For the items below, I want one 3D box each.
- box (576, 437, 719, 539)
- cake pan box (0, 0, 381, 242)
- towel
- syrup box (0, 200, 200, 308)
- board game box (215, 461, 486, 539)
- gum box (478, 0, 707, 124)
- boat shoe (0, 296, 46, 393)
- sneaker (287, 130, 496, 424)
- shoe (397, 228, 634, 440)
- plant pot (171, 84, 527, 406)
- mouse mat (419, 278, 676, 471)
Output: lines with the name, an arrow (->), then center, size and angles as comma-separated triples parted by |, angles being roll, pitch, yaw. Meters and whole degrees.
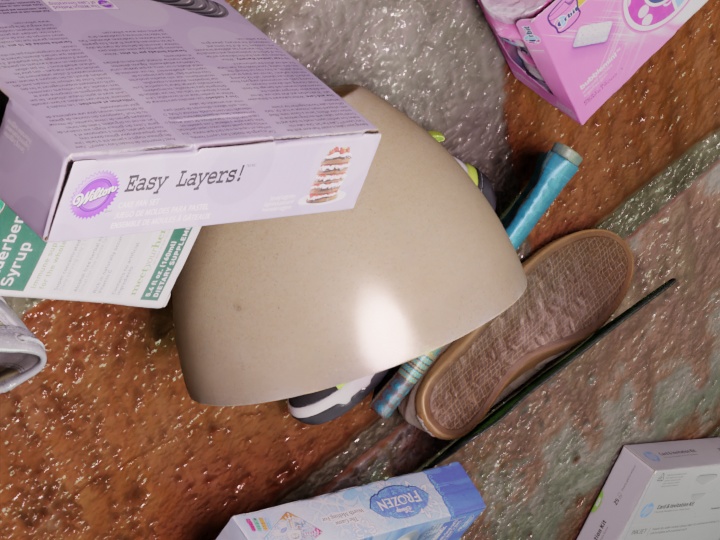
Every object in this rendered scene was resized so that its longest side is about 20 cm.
box -> 0.228, 0.230, 1.903 | 0.156, 0.041, 0.200 | 0, 122, -48
cake pan box -> -0.119, -0.088, 1.120 | 0.200, 0.184, 0.052 | -9, 128, -44
towel -> 0.070, 0.004, 1.481 | 0.200, 0.022, 0.147 | -53, 179, 2
syrup box -> -0.176, -0.037, 1.191 | 0.200, 0.081, 0.079 | 5, 116, -51
board game box -> -0.043, 0.216, 1.545 | 0.199, 0.043, 0.200 | -8, 145, -42
gum box -> 0.160, -0.194, 1.430 | 0.200, 0.066, 0.114 | -45, 145, -8
boat shoe -> -0.259, 0.063, 1.203 | 0.202, 0.065, 0.075 | -23, 136, -34
sneaker -> 0.000, 0.000, 1.450 | 0.083, 0.072, 0.200 | 31, 102, -21
shoe -> 0.103, 0.040, 1.596 | 0.200, 0.053, 0.070 | -39, 99, -20
plant pot -> -0.023, -0.025, 1.305 | 0.200, 0.200, 0.135 | -26, 102, -31
mouse mat -> 0.120, 0.078, 1.605 | 0.200, 0.008, 0.161 | -37, 176, -20
